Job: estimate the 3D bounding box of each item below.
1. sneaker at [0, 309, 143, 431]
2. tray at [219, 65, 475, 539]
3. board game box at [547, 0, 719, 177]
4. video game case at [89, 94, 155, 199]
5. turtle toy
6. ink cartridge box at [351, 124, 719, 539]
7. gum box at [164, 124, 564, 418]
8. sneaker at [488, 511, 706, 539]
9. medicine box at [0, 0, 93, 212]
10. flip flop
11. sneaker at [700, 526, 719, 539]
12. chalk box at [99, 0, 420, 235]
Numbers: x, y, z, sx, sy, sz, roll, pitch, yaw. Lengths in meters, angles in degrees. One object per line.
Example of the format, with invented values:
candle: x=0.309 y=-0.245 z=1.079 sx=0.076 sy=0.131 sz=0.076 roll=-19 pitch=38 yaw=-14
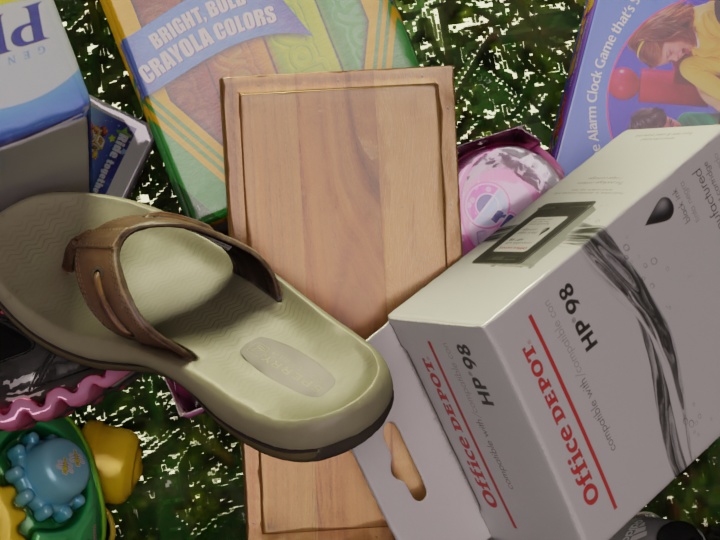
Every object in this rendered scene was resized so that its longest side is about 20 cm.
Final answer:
sneaker: x=-0.186 y=0.030 z=0.908 sx=0.199 sy=0.079 sz=0.096 roll=-12 pitch=86 yaw=1
tray: x=-0.005 y=0.016 z=0.910 sx=0.098 sy=0.037 sz=0.201 roll=-3 pitch=93 yaw=-4
board game box: x=0.176 y=-0.118 z=1.032 sx=0.134 sy=0.045 sz=0.201 roll=15 pitch=87 yaw=-1
video game case: x=-0.218 y=-0.048 z=1.031 sx=0.200 sy=0.018 sz=0.144 roll=26 pitch=87 yaw=0
turtle toy: x=-0.185 y=0.140 z=0.982 sx=0.145 sy=0.101 sz=0.201 roll=10 pitch=87 yaw=-1
ink cartridge box: x=0.091 y=0.038 z=0.893 sx=0.200 sy=0.067 sz=0.116 roll=-38 pitch=113 yaw=-30
gum box: x=0.000 y=0.000 z=0.988 sx=0.199 sy=0.114 sz=0.066 roll=-23 pitch=89 yaw=-3
sneaker: x=0.099 y=0.103 z=0.968 sx=0.075 sy=0.115 sz=0.200 roll=-42 pitch=106 yaw=-30
medicine box: x=-0.196 y=-0.118 z=0.933 sx=0.103 sy=0.182 sz=0.201 roll=-21 pitch=82 yaw=-10
flip flop: x=-0.072 y=0.011 z=0.846 sx=0.200 sy=0.058 sz=0.081 roll=28 pitch=58 yaw=34
sneaker: x=0.244 y=0.166 z=1.019 sx=0.199 sy=0.070 sz=0.090 roll=-4 pitch=103 yaw=-2
chalk box: x=-0.056 y=-0.129 z=0.986 sx=0.124 sy=0.124 sz=0.201 roll=-23 pitch=89 yaw=-2
